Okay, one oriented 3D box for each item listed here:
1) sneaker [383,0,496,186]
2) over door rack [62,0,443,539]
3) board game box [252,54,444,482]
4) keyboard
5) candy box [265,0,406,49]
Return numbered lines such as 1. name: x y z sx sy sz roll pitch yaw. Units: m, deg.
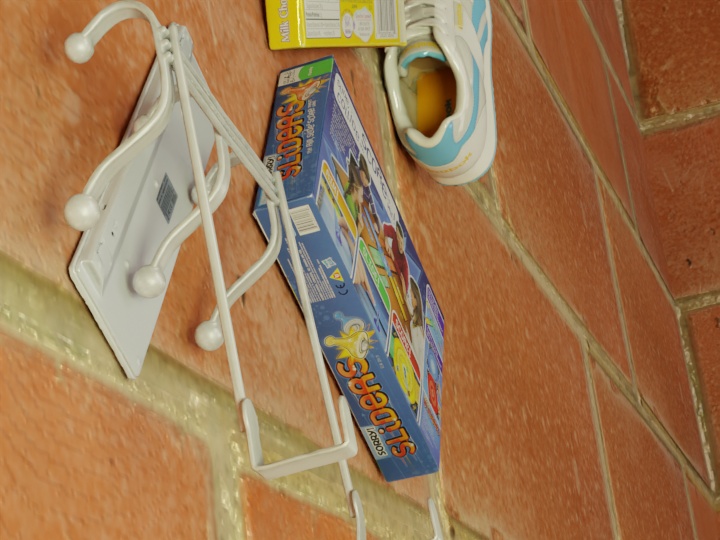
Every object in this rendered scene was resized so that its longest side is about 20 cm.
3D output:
1. sneaker: 0.052 -0.165 1.158 0.081 0.076 0.202 34 43 -64
2. over door rack: -0.049 0.014 0.623 0.201 0.066 0.148 64 5 26
3. board game box: 0.000 0.000 0.912 0.136 0.034 0.201 -83 155 -52
4. keyboard: -0.087 -0.037 0.698 0.201 0.011 0.057 -80 157 -54
5. candy box: -0.013 -0.186 0.988 0.200 0.026 0.103 -22 106 -70
